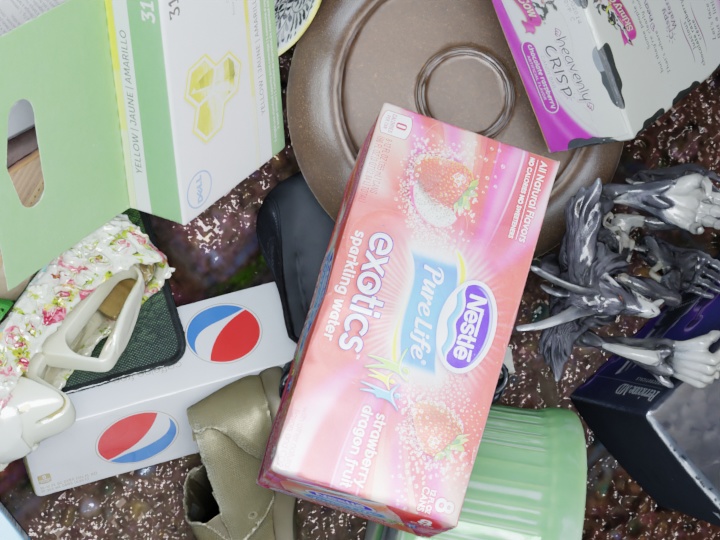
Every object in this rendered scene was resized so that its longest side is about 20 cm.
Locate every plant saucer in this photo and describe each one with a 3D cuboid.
[{"bbox_3d":[0.058,-0.098,1.017,0.200,0.032,0.201,0,85,-5],"label":"plant saucer"}]

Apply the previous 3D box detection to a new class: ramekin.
[{"bbox_3d":[0.058,0.169,1.045,0.098,0.200,0.200,13,87,-4],"label":"ramekin"}]

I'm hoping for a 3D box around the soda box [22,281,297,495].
[{"bbox_3d":[-0.109,0.067,1.061,0.200,0.068,0.064,-14,51,-11],"label":"soda box"}]

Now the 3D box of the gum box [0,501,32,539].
[{"bbox_3d":[-0.248,0.257,1.053,0.200,0.045,0.170,-38,97,-9],"label":"gum box"}]

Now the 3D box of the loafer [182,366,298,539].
[{"bbox_3d":[-0.071,0.145,1.052,0.067,0.076,0.200,-2,117,-8],"label":"loafer"}]

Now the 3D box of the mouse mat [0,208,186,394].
[{"bbox_3d":[-0.215,0.009,1.041,0.200,0.008,0.161,-15,64,-11],"label":"mouse mat"}]

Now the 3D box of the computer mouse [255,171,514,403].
[{"bbox_3d":[0.000,0.000,1.041,0.138,0.200,0.053,-4,134,-20],"label":"computer mouse"}]

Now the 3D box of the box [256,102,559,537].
[{"bbox_3d":[0.024,0.029,0.930,0.102,0.095,0.200,19,77,-4],"label":"box"}]

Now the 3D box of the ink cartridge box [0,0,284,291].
[{"bbox_3d":[-0.118,-0.090,0.959,0.200,0.048,0.146,-44,141,-45],"label":"ink cartridge box"}]

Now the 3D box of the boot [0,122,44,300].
[{"bbox_3d":[-0.233,-0.089,1.037,0.166,0.072,0.200,19,74,8],"label":"boot"}]

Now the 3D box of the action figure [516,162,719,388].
[{"bbox_3d":[0.162,-0.002,0.986,0.102,0.200,0.119,13,112,25],"label":"action figure"}]

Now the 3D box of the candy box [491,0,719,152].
[{"bbox_3d":[0.155,-0.169,0.997,0.200,0.061,0.137,-37,111,-43],"label":"candy box"}]

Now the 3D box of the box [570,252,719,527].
[{"bbox_3d":[0.251,0.056,1.107,0.200,0.148,0.104,-42,98,-9],"label":"box"}]

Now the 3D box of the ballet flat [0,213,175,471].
[{"bbox_3d":[-0.172,0.049,0.976,0.064,0.076,0.200,24,65,17],"label":"ballet flat"}]

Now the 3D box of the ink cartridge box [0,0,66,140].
[{"bbox_3d":[-0.233,-0.132,1.019,0.200,0.050,0.161,-49,62,11],"label":"ink cartridge box"}]

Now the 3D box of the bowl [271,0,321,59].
[{"bbox_3d":[-0.083,-0.226,1.043,0.201,0.201,0.094,52,44,-7],"label":"bowl"}]
